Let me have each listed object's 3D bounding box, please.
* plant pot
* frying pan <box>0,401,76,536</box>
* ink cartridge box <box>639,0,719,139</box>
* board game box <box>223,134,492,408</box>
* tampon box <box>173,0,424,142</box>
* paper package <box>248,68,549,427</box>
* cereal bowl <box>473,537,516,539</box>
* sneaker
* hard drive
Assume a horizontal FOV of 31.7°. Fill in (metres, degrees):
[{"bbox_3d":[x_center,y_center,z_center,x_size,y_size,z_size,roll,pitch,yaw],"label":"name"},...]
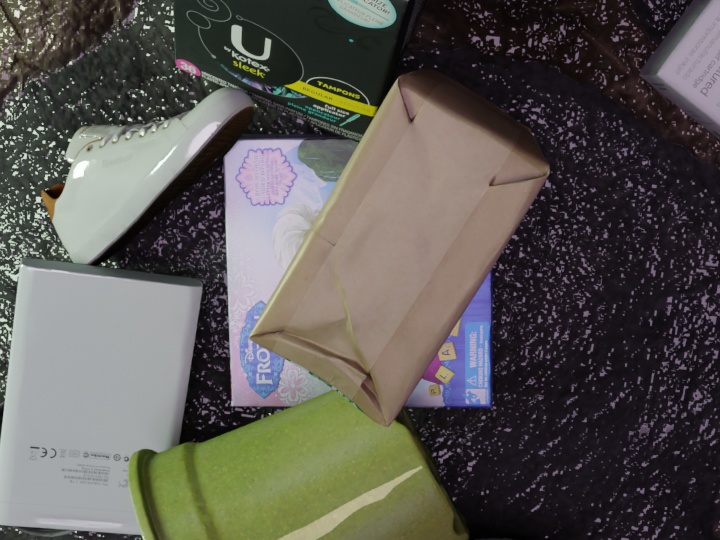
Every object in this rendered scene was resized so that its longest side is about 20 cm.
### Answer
[{"bbox_3d":[-0.032,0.169,0.875,0.183,0.200,0.202,-30,97,1],"label":"plant pot"},{"bbox_3d":[-0.242,0.111,0.979,0.113,0.031,0.193,3,99,1],"label":"frying pan"},{"bbox_3d":[0.317,-0.132,0.868,0.199,0.083,0.147,37,100,-2],"label":"ink cartridge box"},{"bbox_3d":[0.000,0.000,0.937,0.197,0.041,0.203,-1,100,5],"label":"board game box"},{"bbox_3d":[-0.029,-0.199,0.806,0.148,0.200,0.127,22,71,1],"label":"tampon box"},{"bbox_3d":[0.030,-0.024,0.809,0.103,0.200,0.192,31,101,-1],"label":"paper package"},{"bbox_3d":[0.088,0.281,0.946,0.197,0.083,0.203,-4,114,-9],"label":"cereal bowl"},{"bbox_3d":[-0.162,-0.082,0.899,0.199,0.073,0.085,-36,89,30],"label":"sneaker"},{"bbox_3d":[-0.196,0.097,0.942,0.130,0.027,0.203,7,106,-13],"label":"hard drive"}]
